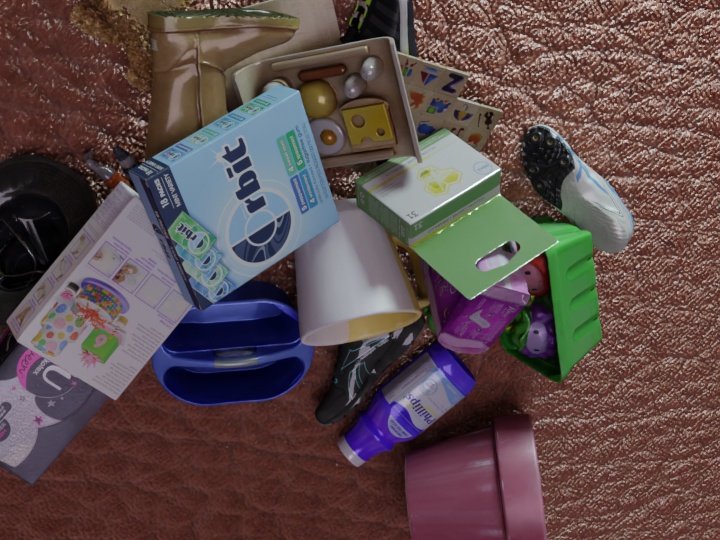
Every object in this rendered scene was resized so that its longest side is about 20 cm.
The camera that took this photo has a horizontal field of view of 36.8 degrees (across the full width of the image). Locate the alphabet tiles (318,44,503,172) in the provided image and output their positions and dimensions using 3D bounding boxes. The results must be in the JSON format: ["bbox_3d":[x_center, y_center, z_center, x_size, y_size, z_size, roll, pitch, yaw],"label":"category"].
[{"bbox_3d":[0.065,-0.176,1.299,0.199,0.008,0.167,11,129,-25],"label":"alphabet tiles"}]

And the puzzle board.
[{"bbox_3d":[-0.088,-0.220,1.280,0.150,0.017,0.201,-16,116,-7],"label":"puzzle board"}]

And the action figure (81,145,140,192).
[{"bbox_3d":[-0.259,-0.056,1.266,0.199,0.105,0.194,-24,107,-3],"label":"action figure"}]

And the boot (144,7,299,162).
[{"bbox_3d":[-0.155,-0.185,1.192,0.174,0.066,0.201,-4,113,-16],"label":"boot"}]

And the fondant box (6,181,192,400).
[{"bbox_3d":[-0.268,0.024,1.195,0.200,0.058,0.144,-51,129,-2],"label":"fondant box"}]

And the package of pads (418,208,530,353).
[{"bbox_3d":[0.129,-0.012,1.302,0.075,0.201,0.121,13,134,-23],"label":"package of pads"}]

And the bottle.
[{"bbox_3d":[0.058,0.184,1.455,0.200,0.065,0.084,-40,116,6],"label":"bottle"}]

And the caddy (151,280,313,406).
[{"bbox_3d":[-0.159,0.093,1.345,0.199,0.105,0.142,-4,114,-11],"label":"caddy"}]

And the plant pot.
[{"bbox_3d":[0.156,0.303,1.472,0.178,0.200,0.201,-7,115,7],"label":"plant pot"}]

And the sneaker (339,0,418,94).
[{"bbox_3d":[0.016,-0.283,1.244,0.082,0.072,0.201,-14,115,-8],"label":"sneaker"}]

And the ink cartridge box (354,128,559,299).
[{"bbox_3d":[0.109,-0.070,1.238,0.145,0.200,0.048,-31,141,-24],"label":"ink cartridge box"}]

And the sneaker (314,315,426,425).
[{"bbox_3d":[-0.002,0.116,1.422,0.079,0.075,0.200,39,99,-4],"label":"sneaker"}]

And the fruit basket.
[{"bbox_3d":[0.194,0.041,1.392,0.215,0.155,0.217,-10,112,-27],"label":"fruit basket"}]

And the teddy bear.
[{"bbox_3d":[-0.250,-0.300,1.189,0.200,0.067,0.145,43,83,-22],"label":"teddy bear"}]

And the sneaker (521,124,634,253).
[{"bbox_3d":[0.277,-0.108,1.390,0.072,0.073,0.200,-34,105,31],"label":"sneaker"}]

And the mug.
[{"bbox_3d":[-0.009,0.002,1.327,0.149,0.186,0.154,-17,76,16],"label":"mug"}]

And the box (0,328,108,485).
[{"bbox_3d":[-0.386,0.132,1.307,0.132,0.115,0.200,38,100,-24],"label":"box"}]

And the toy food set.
[{"bbox_3d":[-0.036,-0.176,1.232,0.199,0.060,0.144,-6,117,22],"label":"toy food set"}]

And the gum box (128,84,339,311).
[{"bbox_3d":[-0.131,-0.080,1.178,0.200,0.044,0.170,-35,127,-24],"label":"gum box"}]

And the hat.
[{"bbox_3d":[-0.379,-0.027,1.250,0.200,0.081,0.202,-2,78,9],"label":"hat"}]
